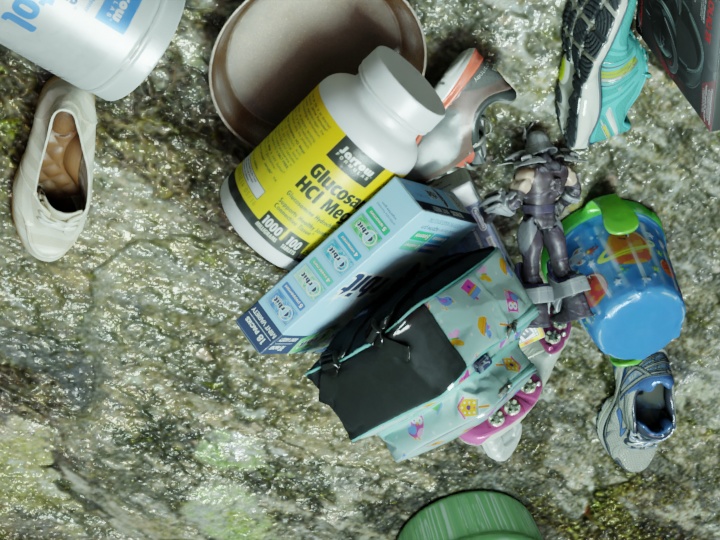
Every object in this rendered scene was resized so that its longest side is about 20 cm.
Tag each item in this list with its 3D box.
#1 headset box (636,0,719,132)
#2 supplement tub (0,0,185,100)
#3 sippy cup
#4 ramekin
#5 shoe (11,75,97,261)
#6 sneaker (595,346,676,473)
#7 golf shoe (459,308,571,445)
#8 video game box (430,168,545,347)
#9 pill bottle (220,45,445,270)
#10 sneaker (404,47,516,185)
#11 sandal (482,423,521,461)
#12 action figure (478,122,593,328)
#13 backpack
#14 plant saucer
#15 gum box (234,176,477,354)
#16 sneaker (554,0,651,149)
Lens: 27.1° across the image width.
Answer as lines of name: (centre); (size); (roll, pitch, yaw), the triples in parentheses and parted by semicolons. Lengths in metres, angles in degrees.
headset box: (0.314, -0.229, 1.306); (0.077, 0.200, 0.149); (-11, 131, -6)
supplement tub: (-0.254, -0.237, 1.193); (0.200, 0.132, 0.132); (28, 117, -32)
sippy cup: (0.270, 0.018, 1.542); (0.140, 0.130, 0.178); (-41, 127, 19)
ramekin: (0.135, 0.359, 1.804); (0.200, 0.098, 0.200); (-7, 130, -9)
shoe: (-0.279, -0.083, 1.361); (0.070, 0.053, 0.200); (3, 127, -17)
sneaker: (0.321, 0.171, 1.709); (0.077, 0.085, 0.200); (-10, 131, -7)
golf shoe: (0.160, 0.126, 1.580); (0.075, 0.200, 0.092); (29, 141, 19)
video game box: (0.067, 0.020, 1.516); (0.182, 0.047, 0.200); (-25, 116, 9)
pill bottle: (-0.023, -0.102, 1.333); (0.112, 0.113, 0.200); (32, 115, -34)
sneaker: (0.074, -0.109, 1.404); (0.082, 0.077, 0.200); (34, 116, -3)
sandal: (0.127, 0.133, 1.645); (0.050, 0.082, 0.203); (10, 132, 36)
action figure: (0.175, -0.045, 1.468); (0.130, 0.069, 0.201); (-7, 94, -33)
backpack: (0.076, 0.073, 1.396); (0.153, 0.200, 0.176); (49, 134, -4)
plant saucer: (-0.040, -0.190, 1.352); (0.200, 0.035, 0.201); (-8, 131, -9)
gum box: (0.000, 0.000, 1.388); (0.200, 0.045, 0.170); (-42, 164, 15)
sneaker: (0.232, -0.201, 1.398); (0.079, 0.078, 0.200); (-12, 141, -12)
